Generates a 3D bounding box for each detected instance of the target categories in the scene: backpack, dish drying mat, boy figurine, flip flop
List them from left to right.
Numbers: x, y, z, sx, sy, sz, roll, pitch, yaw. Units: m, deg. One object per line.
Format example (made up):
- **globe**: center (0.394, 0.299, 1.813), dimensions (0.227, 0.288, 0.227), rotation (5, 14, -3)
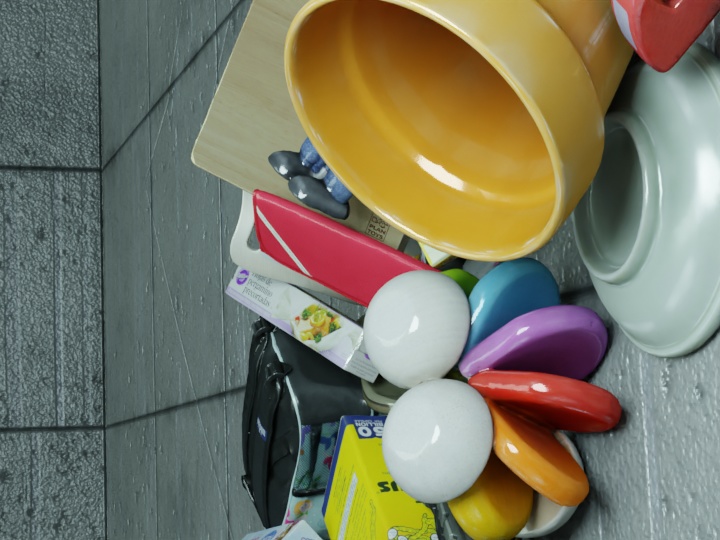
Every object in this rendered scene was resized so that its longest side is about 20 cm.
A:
- **backpack**: center (-0.042, 0.154, 1.534), dimensions (0.178, 0.149, 0.202), rotation (-117, 35, -55)
- **dish drying mat**: center (0.000, 0.000, 1.274), dimensions (0.199, 0.018, 0.077), rotation (27, 143, 23)
- **boy figurine**: center (0.020, -0.131, 1.193), dimensions (0.200, 0.064, 0.125), rotation (-51, 48, 20)
- **flip flop**: center (0.038, 0.073, 1.418), dimensions (0.200, 0.080, 0.058), rotation (-115, 28, -63)

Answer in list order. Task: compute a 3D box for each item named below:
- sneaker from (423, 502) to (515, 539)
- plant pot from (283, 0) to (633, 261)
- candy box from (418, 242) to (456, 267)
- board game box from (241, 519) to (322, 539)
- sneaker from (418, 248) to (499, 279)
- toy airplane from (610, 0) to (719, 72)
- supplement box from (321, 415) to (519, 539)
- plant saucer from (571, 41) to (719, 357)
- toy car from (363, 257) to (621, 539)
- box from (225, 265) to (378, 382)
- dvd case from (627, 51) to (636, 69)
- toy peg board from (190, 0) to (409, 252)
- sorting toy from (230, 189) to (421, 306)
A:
- **sneaker**: center (0.089, 0.177, 1.215), dimensions (0.201, 0.078, 0.076), rotation (-103, 10, -55)
- **plant pot**: center (0.084, -0.141, 1.005), dimensions (0.184, 0.200, 0.200), rotation (-49, -3, -30)
- **candy box**: center (0.051, -0.114, 1.235), dimensions (0.201, 0.102, 0.026), rotation (63, -162, 14)
- **board game box**: center (-0.023, 0.314, 1.459), dimensions (0.200, 0.041, 0.200), rotation (47, 159, -3)
- **sneaker**: center (0.075, -0.021, 1.308), dimensions (0.087, 0.079, 0.202), rotation (-104, 26, -65)
- **toy airplane**: center (0.181, -0.227, 0.877), dimensions (0.200, 0.140, 0.202), rotation (149, 120, -69)
- **supplement box**: center (0.050, 0.220, 1.321), dimensions (0.201, 0.108, 0.110), rotation (-115, 31, -51)
- **plant saucer**: center (0.177, -0.046, 1.031), dimensions (0.200, 0.050, 0.203), rotation (-179, 90, -71)
- **toy car**: center (0.105, 0.079, 1.124), dimensions (0.149, 0.174, 0.202), rotation (-28, 56, 30)
- **box**: center (-0.048, 0.041, 1.436), dimensions (0.199, 0.041, 0.039), rotation (29, 90, 50)
- **dvd case**: center (0.151, -0.169, 1.159), dimensions (0.201, 0.022, 0.147), rotation (110, 154, -44)
- **toy peg board**: center (-0.002, -0.137, 1.328), dimensions (0.201, 0.199, 0.098), rotation (-67, -21, 10)
- **sorting toy**: center (-0.021, -0.058, 1.403), dimensions (0.107, 0.178, 0.202), rotation (-80, -6, -79)
